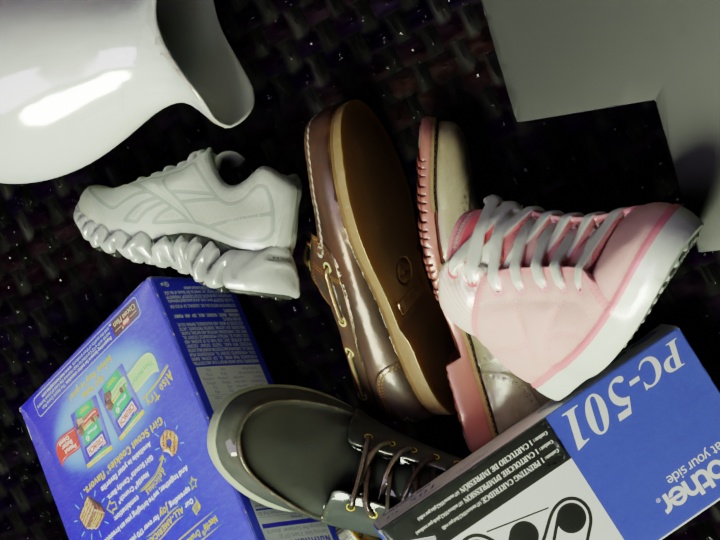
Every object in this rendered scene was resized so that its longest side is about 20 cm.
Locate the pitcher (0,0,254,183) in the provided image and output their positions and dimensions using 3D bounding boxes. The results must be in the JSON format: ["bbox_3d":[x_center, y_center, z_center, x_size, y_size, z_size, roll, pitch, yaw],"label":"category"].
[{"bbox_3d":[-0.178,-0.148,1.226,0.199,0.121,0.173,-13,83,25],"label":"pitcher"}]

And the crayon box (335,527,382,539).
[{"bbox_3d":[0.015,0.233,1.297,0.200,0.058,0.119,52,128,2],"label":"crayon box"}]

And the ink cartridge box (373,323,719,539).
[{"bbox_3d":[0.115,0.124,1.118,0.199,0.044,0.094,-33,92,-4],"label":"ink cartridge box"}]

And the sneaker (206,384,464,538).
[{"bbox_3d":[0.015,0.117,1.169,0.106,0.199,0.075,-2,69,60],"label":"sneaker"}]

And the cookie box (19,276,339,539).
[{"bbox_3d":[-0.118,0.132,1.284,0.171,0.075,0.201,-42,63,38],"label":"cookie box"}]

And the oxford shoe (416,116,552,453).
[{"bbox_3d":[0.077,0.005,1.164,0.074,0.070,0.201,-12,104,7],"label":"oxford shoe"}]

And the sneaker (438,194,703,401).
[{"bbox_3d":[0.096,0.000,1.042,0.104,0.075,0.200,37,157,1],"label":"sneaker"}]

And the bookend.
[{"bbox_3d":[0.168,-0.100,1.028,0.198,0.092,0.201,-8,108,36],"label":"bookend"}]

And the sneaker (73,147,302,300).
[{"bbox_3d":[-0.102,-0.036,1.238,0.199,0.075,0.082,14,96,46],"label":"sneaker"}]

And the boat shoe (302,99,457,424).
[{"bbox_3d":[0.000,0.000,1.194,0.070,0.070,0.201,-7,107,33],"label":"boat shoe"}]
